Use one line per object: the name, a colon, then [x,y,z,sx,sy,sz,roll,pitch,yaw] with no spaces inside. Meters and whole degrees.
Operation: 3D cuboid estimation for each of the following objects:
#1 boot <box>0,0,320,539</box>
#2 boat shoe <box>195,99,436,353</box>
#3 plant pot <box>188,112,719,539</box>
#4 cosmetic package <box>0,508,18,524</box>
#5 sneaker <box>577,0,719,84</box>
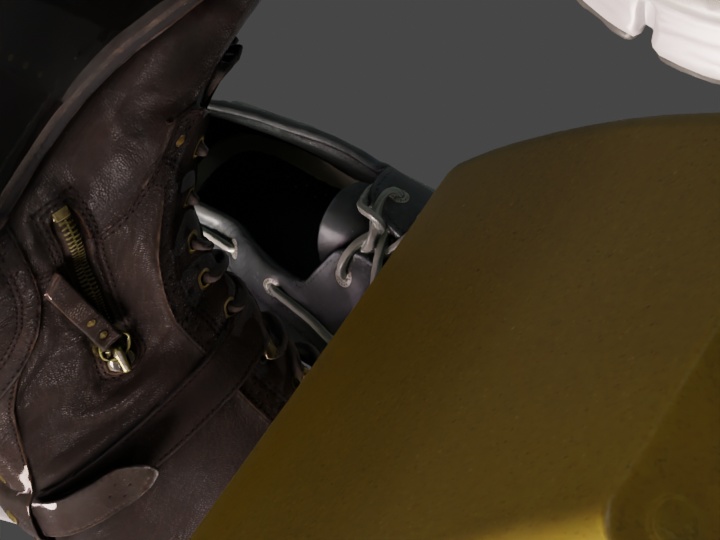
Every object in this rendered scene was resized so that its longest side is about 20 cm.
boot: [-0.054,-0.006,0.783,0.069,0.200,0.174,40,174,48]
boat shoe: [0.000,0.000,0.905,0.200,0.073,0.062,33,169,41]
plant pot: [0.091,0.074,0.696,0.200,0.200,0.176,41,150,-9]
cosmetic package: [-0.065,0.079,1.128,0.199,0.072,0.101,17,-179,-23]
sneaker: [0.022,-0.114,0.530,0.199,0.078,0.090,26,153,24]
